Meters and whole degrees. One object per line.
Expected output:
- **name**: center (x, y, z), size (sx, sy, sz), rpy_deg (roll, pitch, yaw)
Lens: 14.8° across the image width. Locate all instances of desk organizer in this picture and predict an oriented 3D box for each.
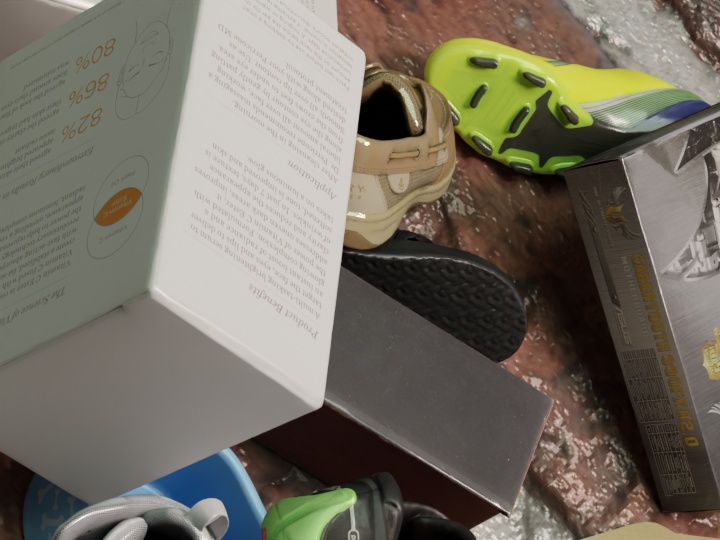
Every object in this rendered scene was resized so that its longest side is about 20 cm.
- **desk organizer**: center (-0.013, 0.054, 1.377), size (0.200, 0.077, 0.072), rpy_deg (32, 58, -14)

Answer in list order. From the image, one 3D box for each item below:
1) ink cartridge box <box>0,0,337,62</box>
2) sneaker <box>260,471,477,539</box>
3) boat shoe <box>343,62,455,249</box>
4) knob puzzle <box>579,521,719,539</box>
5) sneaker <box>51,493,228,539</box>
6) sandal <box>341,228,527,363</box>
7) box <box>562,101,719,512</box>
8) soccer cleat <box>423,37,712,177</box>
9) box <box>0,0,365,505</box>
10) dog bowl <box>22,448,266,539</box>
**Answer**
- **ink cartridge box**: center (-0.117, -0.163, 1.441), size (0.199, 0.083, 0.147), rpy_deg (15, 56, -27)
- **sneaker**: center (0.027, 0.160, 1.297), size (0.200, 0.084, 0.077), rpy_deg (53, 11, -51)
- **boat shoe**: center (0.016, -0.072, 1.444), size (0.071, 0.065, 0.200), rpy_deg (20, 23, 4)
- **knob puzzle**: center (0.164, 0.198, 1.410), size (0.219, 0.031, 0.220), rpy_deg (11, 30, -6)
- **sneaker**: center (-0.137, 0.158, 1.180), size (0.199, 0.115, 0.075), rpy_deg (-31, 78, -18)
- **sandal**: center (0.000, -0.001, 1.433), size (0.200, 0.075, 0.048), rpy_deg (17, 37, -25)
- **box**: center (0.204, 0.013, 1.528), size (0.158, 0.048, 0.201), rpy_deg (-22, 99, -41)
- **soccer cleat**: center (0.121, -0.092, 1.587), size (0.199, 0.065, 0.084), rpy_deg (16, 27, -21)
- **box**: center (-0.094, -0.021, 1.246), size (0.106, 0.152, 0.201), rpy_deg (35, 46, -34)
- **dog bowl**: center (-0.079, 0.156, 1.295), size (0.111, 0.050, 0.201), rpy_deg (-16, 72, -39)
